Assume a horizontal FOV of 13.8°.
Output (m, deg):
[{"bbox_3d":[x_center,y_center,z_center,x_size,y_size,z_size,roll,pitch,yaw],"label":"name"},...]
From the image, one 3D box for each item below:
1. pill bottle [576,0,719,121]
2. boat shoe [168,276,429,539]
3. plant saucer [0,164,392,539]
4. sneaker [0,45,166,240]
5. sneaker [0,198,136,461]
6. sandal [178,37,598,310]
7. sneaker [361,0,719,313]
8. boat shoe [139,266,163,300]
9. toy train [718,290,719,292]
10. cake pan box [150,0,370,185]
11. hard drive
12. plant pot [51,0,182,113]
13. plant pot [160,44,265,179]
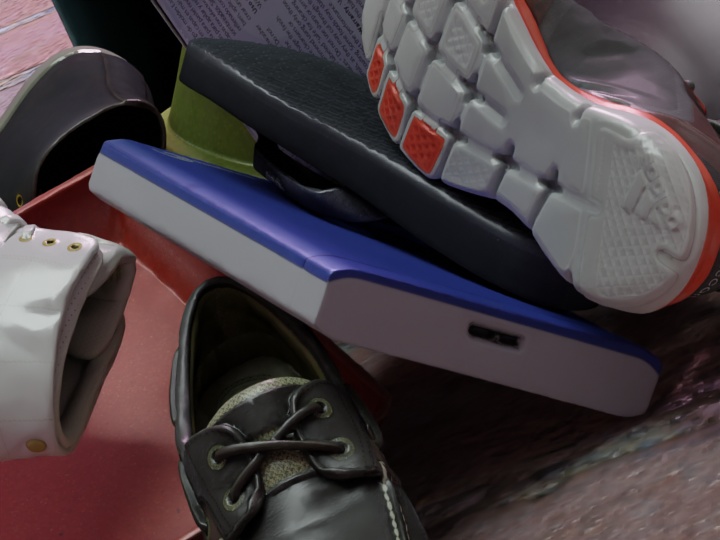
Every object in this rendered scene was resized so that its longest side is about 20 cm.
[{"bbox_3d":[0.141,-0.091,1.155,0.200,0.112,0.111,-38,20,-34],"label":"pill bottle"},{"bbox_3d":[-0.027,0.065,0.954,0.071,0.066,0.201,-23,28,-4],"label":"boat shoe"},{"bbox_3d":[-0.117,0.061,1.088,0.199,0.037,0.200,-31,43,-19],"label":"plant saucer"},{"bbox_3d":[-0.148,0.002,1.233,0.201,0.075,0.106,-62,16,6],"label":"sneaker"},{"bbox_3d":[-0.135,-0.007,1.093,0.115,0.074,0.201,-5,51,8],"label":"sneaker"},{"bbox_3d":[0.002,-0.032,1.061,0.076,0.043,0.200,1,27,-48],"label":"sandal"},{"bbox_3d":[0.073,-0.052,1.015,0.082,0.077,0.200,3,38,-40],"label":"sneaker"},{"bbox_3d":[-0.037,-0.009,1.234,0.065,0.074,0.200,-22,17,26],"label":"boat shoe"},{"bbox_3d":[0.092,-0.025,1.063,0.199,0.046,0.034,12,37,38],"label":"toy train"},{"bbox_3d":[-0.012,-0.158,1.138,0.184,0.200,0.052,-45,-18,30],"label":"cake pan box"},{"bbox_3d":[0.000,0.000,1.044,0.131,0.025,0.200,16,7,-29],"label":"hard drive"},{"bbox_3d":[-0.071,-0.149,1.612,0.141,0.142,0.200,-23,9,9],"label":"plant pot"},{"bbox_3d":[0.010,-0.146,1.257,0.199,0.191,0.200,1,18,0],"label":"plant pot"}]
